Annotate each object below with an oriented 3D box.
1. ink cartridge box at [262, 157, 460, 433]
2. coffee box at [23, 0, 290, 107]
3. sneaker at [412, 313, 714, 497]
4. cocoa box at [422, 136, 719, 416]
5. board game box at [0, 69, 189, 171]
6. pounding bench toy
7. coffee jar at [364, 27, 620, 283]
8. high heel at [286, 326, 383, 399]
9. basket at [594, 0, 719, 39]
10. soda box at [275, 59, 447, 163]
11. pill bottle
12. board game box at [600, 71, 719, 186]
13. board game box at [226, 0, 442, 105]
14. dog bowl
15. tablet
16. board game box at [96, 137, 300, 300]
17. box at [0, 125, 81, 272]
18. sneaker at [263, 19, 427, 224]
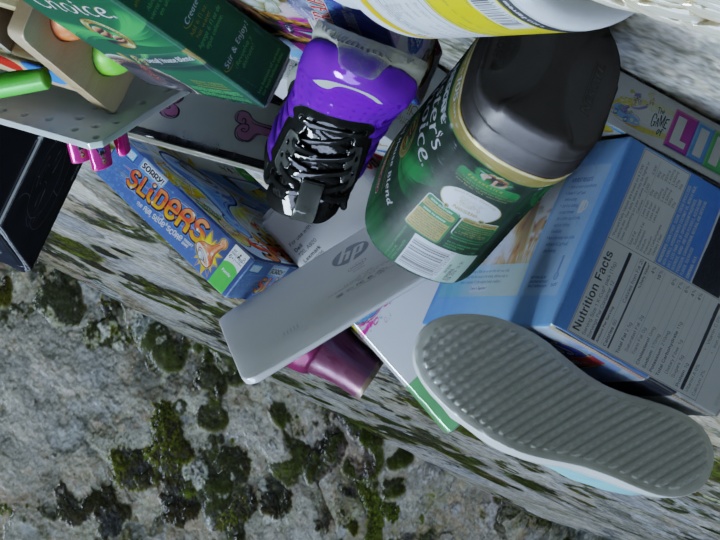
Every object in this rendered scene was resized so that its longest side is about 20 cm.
[{"bbox_3d":[0.041,0.005,1.703,0.200,0.084,0.145,48,-163,6],"label":"ink cartridge box"},{"bbox_3d":[-0.148,-0.163,1.393,0.123,0.044,0.200,15,167,45],"label":"coffee box"},{"bbox_3d":[0.113,0.091,1.464,0.199,0.074,0.082,28,164,-10],"label":"sneaker"},{"bbox_3d":[0.152,0.005,1.526,0.131,0.134,0.200,28,169,-19],"label":"cocoa box"},{"bbox_3d":[-0.178,-0.138,1.638,0.199,0.200,0.026,16,128,38],"label":"board game box"},{"bbox_3d":[-0.221,-0.159,1.526,0.155,0.201,0.124,19,170,29],"label":"pounding bench toy"},{"bbox_3d":[0.077,-0.077,1.414,0.085,0.105,0.200,27,149,-9],"label":"coffee jar"},{"bbox_3d":[-0.025,0.039,1.734,0.096,0.068,0.200,35,-177,-1],"label":"high heel"},{"bbox_3d":[0.108,-0.170,0.872,0.199,0.136,0.123,21,175,14],"label":"basket"},{"bbox_3d":[0.018,-0.114,1.624,0.199,0.064,0.068,30,169,-41],"label":"soda box"},{"bbox_3d":[0.051,-0.164,1.104,0.112,0.113,0.200,28,170,-28],"label":"pill bottle"},{"bbox_3d":[0.192,-0.072,1.523,0.199,0.034,0.134,27,170,-18],"label":"board game box"},{"bbox_3d":[-0.061,-0.174,1.382,0.198,0.041,0.200,21,170,14],"label":"board game box"},{"bbox_3d":[-0.113,-0.122,1.774,0.199,0.074,0.200,15,180,0],"label":"dog bowl"},{"bbox_3d":[0.000,0.000,1.565,0.014,0.199,0.130,59,180,-20],"label":"tablet"},{"bbox_3d":[-0.089,-0.029,1.706,0.135,0.035,0.200,43,-168,19],"label":"board game box"},{"bbox_3d":[-0.277,-0.125,1.864,0.123,0.201,0.197,24,171,5],"label":"box"},{"bbox_3d":[-0.016,-0.076,1.379,0.069,0.100,0.200,21,171,-5],"label":"sneaker"}]
